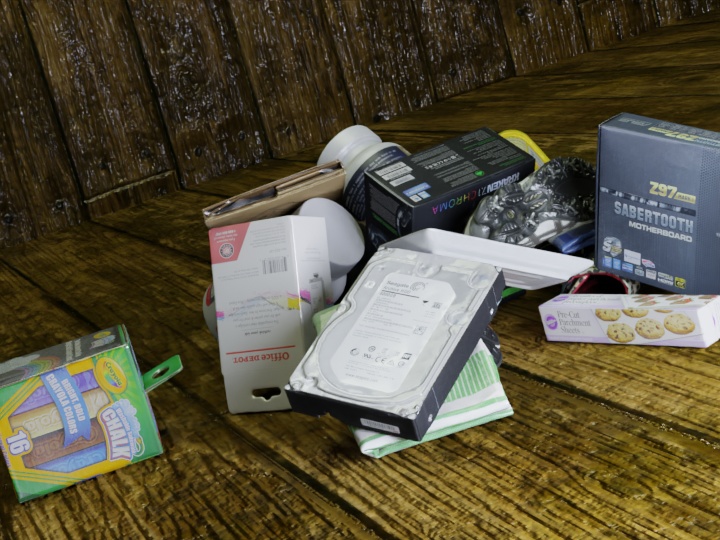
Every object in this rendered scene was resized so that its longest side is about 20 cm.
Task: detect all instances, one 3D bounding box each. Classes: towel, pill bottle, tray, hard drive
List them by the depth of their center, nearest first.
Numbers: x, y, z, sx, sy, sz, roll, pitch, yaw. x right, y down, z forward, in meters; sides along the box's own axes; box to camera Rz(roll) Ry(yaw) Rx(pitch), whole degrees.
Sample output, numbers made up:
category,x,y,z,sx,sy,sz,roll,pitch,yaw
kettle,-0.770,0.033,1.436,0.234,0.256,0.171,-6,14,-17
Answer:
category,x,y,z,sx,sy,sz,roll,pitch,yaw
hard drive,0.035,0.062,1.256,0.139,0.038,0.200,11,47,30
towel,0.046,0.083,1.271,0.152,0.023,0.201,-18,41,-2
tray,0.128,-0.008,1.374,0.199,0.022,0.107,10,-14,-25
towel,0.266,-0.076,1.528,0.146,0.024,0.200,-23,17,0
pill bottle,-0.086,0.009,1.561,0.200,0.120,0.119,-43,-8,40
pill bottle,0.042,-0.086,1.666,0.115,0.116,0.200,-25,55,-36

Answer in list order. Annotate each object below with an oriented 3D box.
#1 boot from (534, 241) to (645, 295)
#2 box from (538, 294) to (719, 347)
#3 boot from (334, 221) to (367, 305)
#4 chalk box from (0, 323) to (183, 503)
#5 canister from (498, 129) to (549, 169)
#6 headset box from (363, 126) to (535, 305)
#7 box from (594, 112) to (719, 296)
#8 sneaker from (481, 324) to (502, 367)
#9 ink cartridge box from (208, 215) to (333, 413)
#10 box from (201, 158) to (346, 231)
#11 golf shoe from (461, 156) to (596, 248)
category,x,y,z,sx,sy,sz,roll,pitch,yaw
boot,0.246,-0.002,1.480,0.203,0.074,0.154,-7,18,41
box,0.262,0.048,1.314,0.039,0.042,0.199,-25,16,-37
boot,0.000,0.000,1.619,0.075,0.074,0.200,-14,-25,-25
chalk box,-0.280,0.139,1.415,0.199,0.125,0.124,-17,11,-9
canister,0.216,-0.097,1.754,0.086,0.149,0.200,-39,9,15
headset box,0.099,-0.034,1.520,0.173,0.201,0.093,-22,41,-28
box,0.321,-0.055,1.294,0.199,0.159,0.051,19,33,37
sneaker,0.090,0.074,1.391,0.092,0.076,0.200,-42,13,22
ink cartridge box,-0.091,0.048,1.449,0.116,0.202,0.067,-7,-4,33
box,-0.097,-0.072,1.550,0.162,0.021,0.200,-21,-6,-5
golf shoe,0.183,-0.063,1.443,0.199,0.078,0.094,-16,-16,-34
